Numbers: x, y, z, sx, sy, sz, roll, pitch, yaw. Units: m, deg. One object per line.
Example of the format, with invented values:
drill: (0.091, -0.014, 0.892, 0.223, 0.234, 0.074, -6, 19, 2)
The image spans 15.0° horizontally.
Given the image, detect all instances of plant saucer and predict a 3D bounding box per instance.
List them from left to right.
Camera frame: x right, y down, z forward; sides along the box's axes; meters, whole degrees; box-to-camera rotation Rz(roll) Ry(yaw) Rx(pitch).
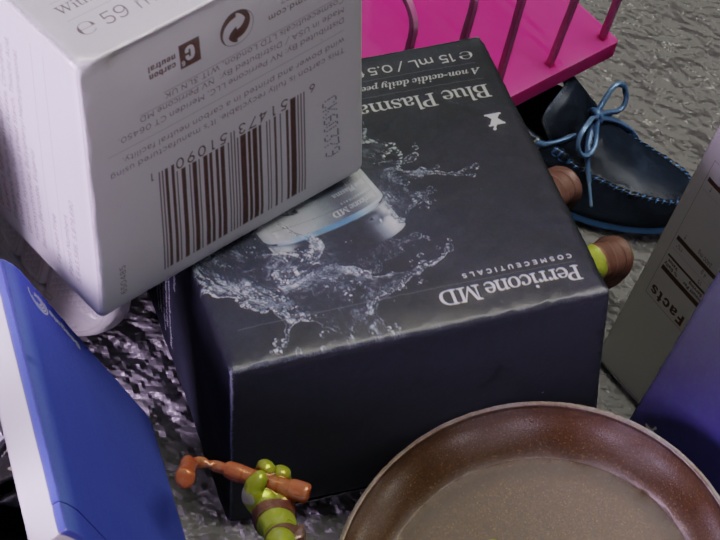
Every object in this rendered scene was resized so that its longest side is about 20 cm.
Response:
plant saucer: (0.085, 0.159, 1.298, 0.198, 0.032, 0.202, -3, 61, 5)

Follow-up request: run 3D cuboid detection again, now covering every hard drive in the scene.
hard drive: (-0.118, 0.096, 1.226, 0.132, 0.025, 0.200, 52, 8, -36)

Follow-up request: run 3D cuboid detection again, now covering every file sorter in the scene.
file sorter: (0.049, -0.176, 1.572, 0.199, 0.126, 0.139, -28, 62, -34)

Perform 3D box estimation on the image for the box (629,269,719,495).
box: (0.221, 0.097, 1.373, 0.104, 0.201, 0.148, -16, 52, -41)

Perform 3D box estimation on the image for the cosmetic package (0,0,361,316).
cosmetic package: (-0.120, -0.124, 1.310, 0.164, 0.166, 0.200, -31, 54, -26)

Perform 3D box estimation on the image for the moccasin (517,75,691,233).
moccasin: (0.111, -0.085, 1.641, 0.199, 0.068, 0.081, 22, 37, -4)

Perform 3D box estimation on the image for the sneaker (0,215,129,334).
sneaker: (-0.160, -0.049, 1.431, 0.082, 0.077, 0.200, -5, 46, -42)

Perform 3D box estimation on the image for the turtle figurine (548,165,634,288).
turtle figurine: (0.072, -0.011, 1.533, 0.200, 0.065, 0.161, 42, 40, 21)

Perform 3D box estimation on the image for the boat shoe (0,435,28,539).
boat shoe: (-0.150, 0.119, 1.241, 0.068, 0.057, 0.200, 16, 29, -5)

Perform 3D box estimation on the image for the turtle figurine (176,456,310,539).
turtle figurine: (-0.002, 0.156, 1.209, 0.160, 0.065, 0.200, 11, 22, -24)

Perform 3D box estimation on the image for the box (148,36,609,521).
box: (0.000, 0.000, 1.391, 0.195, 0.118, 0.201, -12, 48, -13)

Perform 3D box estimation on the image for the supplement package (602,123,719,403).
supplement package: (0.241, 0.004, 1.497, 0.121, 0.201, 0.120, -13, 50, -39)
